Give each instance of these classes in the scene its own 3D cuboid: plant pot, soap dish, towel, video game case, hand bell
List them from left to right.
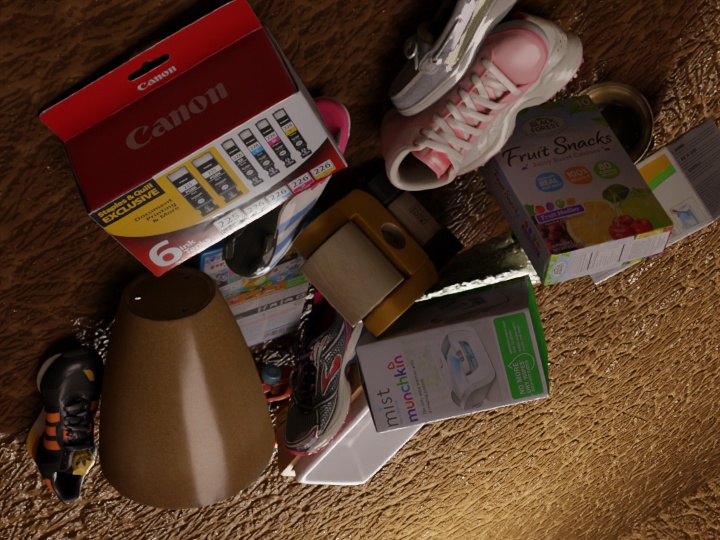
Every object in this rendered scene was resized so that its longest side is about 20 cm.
[{"bbox_3d":[-0.185,0.102,1.221,0.185,0.186,0.201,-19,128,-24],"label":"plant pot"},{"bbox_3d":[-0.118,0.022,1.305,0.142,0.018,0.201,-18,147,-26],"label":"video game case"},{"bbox_3d":[0.001,0.174,1.482,0.200,0.081,0.157,-49,146,20],"label":"soap dish"},{"bbox_3d":[0.145,0.004,1.358,0.199,0.037,0.148,-24,160,38],"label":"towel"},{"bbox_3d":[0.317,-0.159,1.436,0.104,0.104,0.200,-45,162,18],"label":"hand bell"}]

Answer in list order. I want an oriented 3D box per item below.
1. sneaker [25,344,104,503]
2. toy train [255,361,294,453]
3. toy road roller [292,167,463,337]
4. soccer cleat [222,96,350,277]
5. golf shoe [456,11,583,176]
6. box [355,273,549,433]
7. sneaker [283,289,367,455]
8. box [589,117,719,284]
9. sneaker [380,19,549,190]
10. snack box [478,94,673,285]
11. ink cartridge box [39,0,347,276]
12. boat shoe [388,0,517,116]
[{"bbox_3d":[-0.296,0.163,1.258,0.070,0.090,0.201,-12,145,-34],"label":"sneaker"},{"bbox_3d":[-0.103,0.167,1.506,0.149,0.056,0.201,-15,143,-29],"label":"toy train"},{"bbox_3d":[0.000,0.000,1.240,0.146,0.123,0.200,-45,177,37],"label":"toy road roller"},{"bbox_3d":[-0.070,-0.084,1.160,0.201,0.070,0.086,-57,176,20],"label":"soccer cleat"},{"bbox_3d":[0.129,-0.180,1.220,0.091,0.076,0.200,27,119,-34],"label":"golf shoe"},{"bbox_3d":[0.100,0.084,1.244,0.175,0.097,0.200,-13,-173,11],"label":"box"},{"bbox_3d":[-0.052,0.113,1.393,0.075,0.080,0.201,27,76,-47],"label":"sneaker"},{"bbox_3d":[0.349,-0.081,1.454,0.112,0.102,0.200,-31,178,-40],"label":"box"},{"bbox_3d":[0.098,-0.145,1.139,0.200,0.105,0.075,-33,123,30],"label":"sneaker"},{"bbox_3d":[0.216,-0.089,1.267,0.141,0.201,0.053,-13,143,-15],"label":"snack box"},{"bbox_3d":[-0.136,-0.107,1.010,0.199,0.084,0.176,-30,151,4],"label":"ink cartridge box"},{"bbox_3d":[0.083,-0.229,1.093,0.065,0.075,0.202,29,123,-18],"label":"boat shoe"}]
